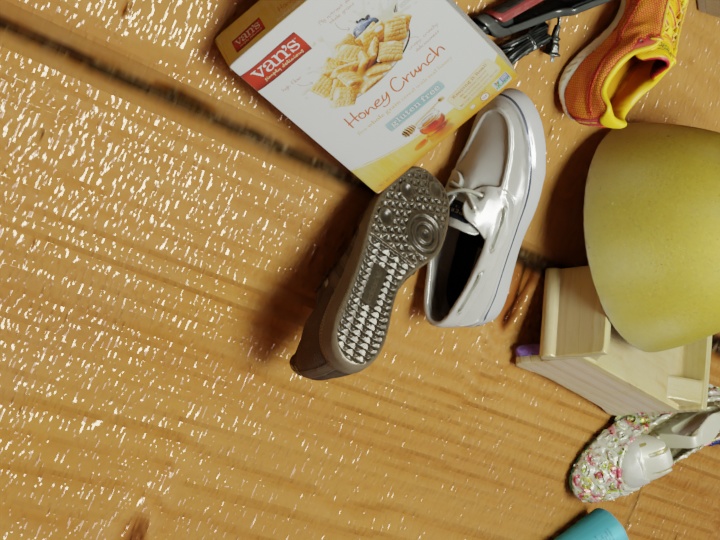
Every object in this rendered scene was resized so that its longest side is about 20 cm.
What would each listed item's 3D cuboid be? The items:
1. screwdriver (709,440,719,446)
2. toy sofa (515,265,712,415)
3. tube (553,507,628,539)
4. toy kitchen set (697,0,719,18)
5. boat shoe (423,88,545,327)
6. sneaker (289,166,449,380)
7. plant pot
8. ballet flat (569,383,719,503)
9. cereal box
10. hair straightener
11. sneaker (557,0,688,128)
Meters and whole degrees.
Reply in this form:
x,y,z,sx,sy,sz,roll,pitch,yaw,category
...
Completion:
x,y,z,sx,sy,sz,roll,pitch,yaw,category
0.329,0.170,2.052,0.200,0.029,0.028,-11,115,-43,screwdriver
0.225,0.065,1.872,0.200,0.097,0.083,28,63,-48,toy sofa
0.159,0.291,1.925,0.200,0.050,0.078,-32,124,-26,tube
0.397,-0.328,1.791,0.180,0.163,0.201,-36,130,-29,toy kitchen set
0.091,-0.047,1.686,0.066,0.072,0.201,-11,124,-47,boat shoe
0.000,0.000,1.621,0.070,0.075,0.200,46,51,-21,sneaker
0.300,-0.036,1.791,0.200,0.142,0.201,14,72,-51,plant pot
0.281,0.158,1.970,0.200,0.064,0.076,-31,117,-32,ballet flat
0.008,-0.154,1.530,0.144,0.040,0.200,-40,139,12,cereal box
0.152,-0.197,1.695,0.200,0.041,0.077,-35,129,-30,hair straightener
0.245,-0.201,1.762,0.073,0.077,0.200,38,78,-45,sneaker
